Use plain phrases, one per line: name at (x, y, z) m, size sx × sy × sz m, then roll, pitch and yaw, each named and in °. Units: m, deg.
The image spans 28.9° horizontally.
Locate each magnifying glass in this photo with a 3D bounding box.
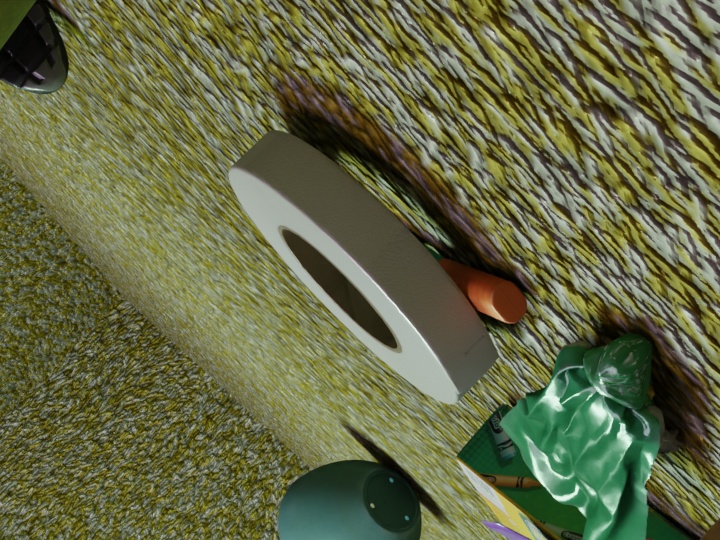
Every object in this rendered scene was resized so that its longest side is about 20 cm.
magnifying glass at (0.042, 0.002, 0.843) m, size 0.080 × 0.022 × 0.200 m, roll 49°, pitch 168°, yaw -22°

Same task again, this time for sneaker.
sneaker at (-0.306, -0.217, 1.223) m, size 0.200 × 0.075 × 0.079 m, roll 46°, pitch -175°, yaw 28°

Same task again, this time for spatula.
spatula at (0.162, 0.230, 0.944) m, size 0.200 × 0.021 × 0.057 m, roll 44°, pitch 167°, yaw -4°

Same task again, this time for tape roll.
tape roll at (0.000, 0.000, 0.853) m, size 0.203 × 0.037 × 0.203 m, roll 45°, pitch 170°, yaw 10°

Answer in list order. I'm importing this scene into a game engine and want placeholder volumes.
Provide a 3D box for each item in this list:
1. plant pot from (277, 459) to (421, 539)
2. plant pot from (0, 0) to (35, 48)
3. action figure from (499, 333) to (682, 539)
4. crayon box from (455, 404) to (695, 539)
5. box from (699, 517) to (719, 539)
plant pot at (0.006, 0.339, 1.904) m, size 0.200 × 0.200 × 0.135 m, roll 44°, pitch 133°, yaw -2°
plant pot at (-0.130, -0.157, 0.386) m, size 0.187 × 0.200 × 0.187 m, roll 42°, pitch 169°, yaw 10°
action figure at (0.128, 0.083, 0.744) m, size 0.118 × 0.055 × 0.200 m, roll 42°, pitch 162°, yaw 19°
crayon box at (0.169, 0.190, 0.987) m, size 0.200 × 0.058 × 0.119 m, roll 35°, pitch 166°, yaw 40°
box at (0.198, 0.254, 0.724) m, size 0.152 × 0.200 × 0.106 m, roll 27°, pitch 156°, yaw 53°
